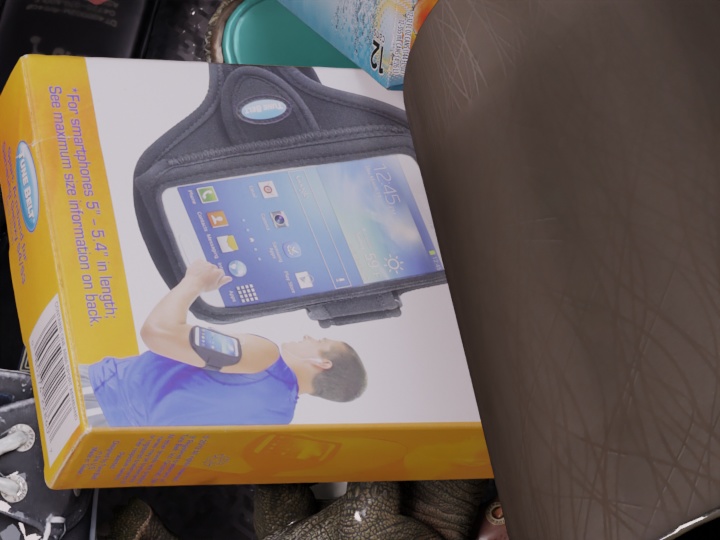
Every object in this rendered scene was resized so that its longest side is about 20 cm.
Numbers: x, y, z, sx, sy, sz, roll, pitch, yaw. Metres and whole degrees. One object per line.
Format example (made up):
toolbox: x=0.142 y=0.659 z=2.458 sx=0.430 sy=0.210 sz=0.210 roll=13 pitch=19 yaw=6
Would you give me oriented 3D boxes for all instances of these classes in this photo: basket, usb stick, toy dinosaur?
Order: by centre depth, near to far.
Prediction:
basket: x=0.093 y=0.012 z=0.750 sx=0.180 sy=0.136 sz=0.201 roll=15 pitch=42 yaw=-38
toy dinosaur: x=-0.013 y=0.095 z=0.861 sx=0.077 sy=0.103 sz=0.200 roll=10 pitch=50 yaw=43
usb stick: x=-0.110 y=-0.033 z=0.961 sx=0.055 sy=0.033 sz=0.201 roll=11 pitch=56 yaw=2

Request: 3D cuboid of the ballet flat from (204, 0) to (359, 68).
ballet flat: x=0.040 y=-0.066 z=0.994 sx=0.199 sy=0.075 sz=0.068 roll=-1 pitch=88 yaw=-12

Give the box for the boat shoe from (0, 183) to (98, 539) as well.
boat shoe: x=-0.103 y=0.051 z=0.818 sx=0.071 sy=0.068 sz=0.201 roll=6 pitch=61 yaw=16

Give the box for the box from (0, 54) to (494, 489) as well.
box: x=0.000 y=0.000 z=0.829 sx=0.199 sy=0.042 sz=0.120 roll=-1 pitch=61 yaw=-23

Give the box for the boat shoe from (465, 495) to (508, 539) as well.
boat shoe: x=0.105 y=0.053 z=0.934 sx=0.200 sy=0.072 sz=0.072 roll=-36 pitch=72 yaw=-23

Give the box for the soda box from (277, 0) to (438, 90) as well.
soda box: x=0.005 y=-0.115 z=0.902 sx=0.063 sy=0.069 sz=0.200 roll=-1 pitch=21 yaw=-21

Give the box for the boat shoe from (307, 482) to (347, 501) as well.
boat shoe: x=0.044 y=-0.002 z=0.928 sx=0.201 sy=0.072 sz=0.060 roll=-39 pitch=101 yaw=-13

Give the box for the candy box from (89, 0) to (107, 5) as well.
candy box: x=-0.084 y=-0.200 z=0.912 sx=0.116 sy=0.056 sz=0.201 roll=33 pitch=60 yaw=-30
